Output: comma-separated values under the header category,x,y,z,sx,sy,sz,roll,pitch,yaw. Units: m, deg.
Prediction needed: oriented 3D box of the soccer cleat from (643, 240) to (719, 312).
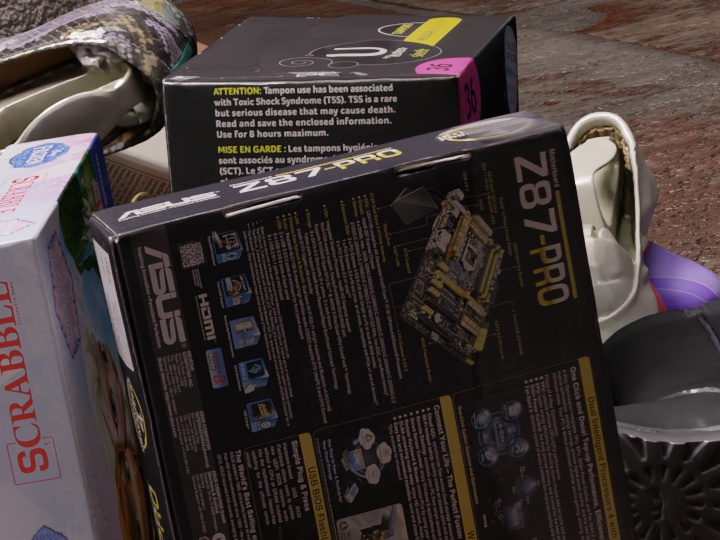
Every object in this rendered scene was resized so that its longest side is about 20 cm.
category,x,y,z,sx,sy,sz,roll,pitch,yaw
soccer cleat,0.109,-0.006,1.416,0.067,0.076,0.200,-19,14,-30

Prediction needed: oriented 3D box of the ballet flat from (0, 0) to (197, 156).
category,x,y,z,sx,sy,sz,roll,pitch,yaw
ballet flat,-0.163,-0.057,1.148,0.200,0.072,0.072,-21,11,10

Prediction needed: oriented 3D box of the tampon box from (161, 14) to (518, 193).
category,x,y,z,sx,sy,sz,roll,pitch,yaw
tampon box,0.000,0.000,1.171,0.126,0.200,0.150,0,16,12

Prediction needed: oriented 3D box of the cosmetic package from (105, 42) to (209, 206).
category,x,y,z,sx,sy,sz,roll,pitch,yaw
cosmetic package,-0.069,-0.053,1.476,0.200,0.087,0.103,21,-31,-12

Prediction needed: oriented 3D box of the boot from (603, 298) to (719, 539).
category,x,y,z,sx,sy,sz,roll,pitch,yaw
boot,0.113,0.060,1.138,0.165,0.066,0.200,0,18,1

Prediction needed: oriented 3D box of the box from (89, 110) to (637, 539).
category,x,y,z,sx,sy,sz,roll,pitch,yaw
box,0.007,0.060,0.933,0.161,0.200,0.049,-14,14,-12

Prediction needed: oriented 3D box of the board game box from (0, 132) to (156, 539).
category,x,y,z,sx,sy,sz,roll,pitch,yaw
board game box,-0.106,0.064,1.019,0.041,0.200,0.200,-10,13,3

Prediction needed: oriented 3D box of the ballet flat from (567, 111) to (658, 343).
category,x,y,z,sx,sy,sz,roll,pitch,yaw
ballet flat,0.108,-0.009,1.315,0.069,0.069,0.200,-8,34,15

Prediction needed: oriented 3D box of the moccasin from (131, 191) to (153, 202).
category,x,y,z,sx,sy,sz,roll,pitch,yaw
moccasin,-0.114,0.010,1.424,0.201,0.078,0.074,-16,30,55
